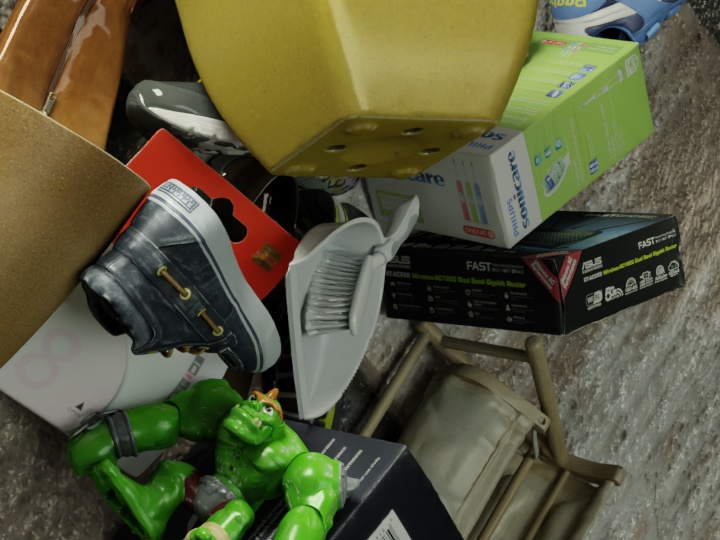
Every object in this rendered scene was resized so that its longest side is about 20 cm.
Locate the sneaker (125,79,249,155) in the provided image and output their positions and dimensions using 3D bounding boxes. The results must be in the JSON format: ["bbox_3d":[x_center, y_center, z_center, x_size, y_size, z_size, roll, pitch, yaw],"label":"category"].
[{"bbox_3d":[-0.075,-0.123,1.295,0.199,0.074,0.085,3,88,-38],"label":"sneaker"}]

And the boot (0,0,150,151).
[{"bbox_3d":[-0.154,-0.171,1.272,0.188,0.068,0.201,25,71,-40],"label":"boot"}]

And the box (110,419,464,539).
[{"bbox_3d":[-0.054,0.194,1.320,0.148,0.200,0.105,-48,124,-28],"label":"box"}]

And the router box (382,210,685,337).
[{"bbox_3d":[0.134,-0.003,1.477,0.150,0.200,0.062,-18,105,-41],"label":"router box"}]

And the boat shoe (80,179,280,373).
[{"bbox_3d":[-0.119,0.028,1.203,0.091,0.071,0.200,-45,148,-15],"label":"boat shoe"}]

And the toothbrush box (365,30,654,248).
[{"bbox_3d":[0.117,-0.111,1.487,0.200,0.145,0.086,-37,124,-36],"label":"toothbrush box"}]

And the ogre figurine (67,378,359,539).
[{"bbox_3d":[-0.092,0.139,1.231,0.120,0.200,0.098,-40,128,-29],"label":"ogre figurine"}]

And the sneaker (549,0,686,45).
[{"bbox_3d":[0.242,-0.241,1.651,0.199,0.074,0.083,-9,102,-35],"label":"sneaker"}]

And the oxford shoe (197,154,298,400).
[{"bbox_3d":[-0.087,0.015,1.354,0.072,0.084,0.201,6,91,-45],"label":"oxford shoe"}]

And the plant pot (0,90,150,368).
[{"bbox_3d":[-0.259,-0.011,1.143,0.186,0.186,0.201,34,82,-40],"label":"plant pot"}]

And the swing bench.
[{"bbox_3d":[0.090,0.180,1.509,0.199,0.129,0.200,-56,132,-25],"label":"swing bench"}]

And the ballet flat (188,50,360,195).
[{"bbox_3d":[-0.050,-0.116,1.386,0.200,0.072,0.072,44,65,-37],"label":"ballet flat"}]

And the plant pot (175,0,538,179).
[{"bbox_3d":[-0.001,-0.169,1.203,0.193,0.195,0.201,0,75,-31],"label":"plant pot"}]

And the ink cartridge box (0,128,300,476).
[{"bbox_3d":[-0.146,0.027,1.266,0.200,0.057,0.162,-44,128,8],"label":"ink cartridge box"}]

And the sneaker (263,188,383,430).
[{"bbox_3d":[-0.020,0.040,1.429,0.081,0.074,0.201,6,91,-46],"label":"sneaker"}]

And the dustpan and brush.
[{"bbox_3d":[0.000,0.000,1.352,0.200,0.057,0.140,-70,160,-53],"label":"dustpan and brush"}]
